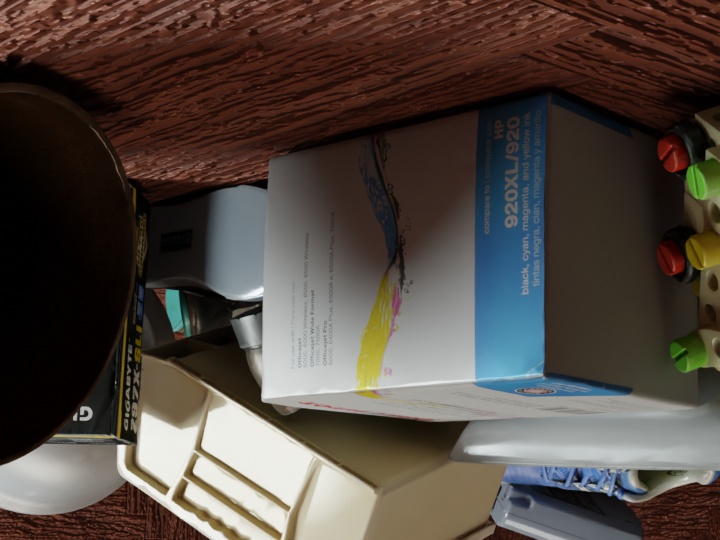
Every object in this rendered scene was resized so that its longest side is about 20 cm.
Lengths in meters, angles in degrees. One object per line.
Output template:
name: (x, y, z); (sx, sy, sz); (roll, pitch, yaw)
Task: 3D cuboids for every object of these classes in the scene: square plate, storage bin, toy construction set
square plate: (0.177, 0.056, 0.909); (0.198, 0.029, 0.200); (-4, -154, 36)
storage bin: (-0.025, 0.114, 0.984); (0.198, 0.094, 0.200); (29, -157, 27)
toy construction set: (0.204, -0.010, 0.716); (0.092, 0.201, 0.131); (-4, -148, -23)

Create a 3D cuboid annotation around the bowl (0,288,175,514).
bowl: (-0.200, 0.061, 1.010); (0.201, 0.202, 0.090); (8, 163, -33)

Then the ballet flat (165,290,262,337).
ballet flat: (-0.113, 0.019, 1.156); (0.068, 0.068, 0.200); (-7, -179, -11)

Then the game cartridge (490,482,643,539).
game cartridge: (0.164, 0.196, 1.258); (0.133, 0.042, 0.200); (24, -175, -8)

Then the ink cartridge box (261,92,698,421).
ink cartridge box: (0.063, 0.004, 0.820); (0.200, 0.145, 0.147); (-9, 165, 41)

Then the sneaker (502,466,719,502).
sneaker: (0.185, 0.135, 1.134); (0.199, 0.076, 0.077); (-12, -154, 20)

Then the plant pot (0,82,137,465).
plant pot: (-0.250, -0.013, 0.759); (0.200, 0.188, 0.187); (12, 176, 32)

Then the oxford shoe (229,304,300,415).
oxford shoe: (0.002, 0.044, 0.947); (0.073, 0.085, 0.200); (-17, -178, 45)

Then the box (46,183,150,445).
box: (-0.236, 0.027, 0.932); (0.199, 0.160, 0.049); (1, 167, 8)

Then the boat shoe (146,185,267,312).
boat shoe: (-0.081, -0.009, 0.958); (0.068, 0.074, 0.199); (12, 166, -42)
